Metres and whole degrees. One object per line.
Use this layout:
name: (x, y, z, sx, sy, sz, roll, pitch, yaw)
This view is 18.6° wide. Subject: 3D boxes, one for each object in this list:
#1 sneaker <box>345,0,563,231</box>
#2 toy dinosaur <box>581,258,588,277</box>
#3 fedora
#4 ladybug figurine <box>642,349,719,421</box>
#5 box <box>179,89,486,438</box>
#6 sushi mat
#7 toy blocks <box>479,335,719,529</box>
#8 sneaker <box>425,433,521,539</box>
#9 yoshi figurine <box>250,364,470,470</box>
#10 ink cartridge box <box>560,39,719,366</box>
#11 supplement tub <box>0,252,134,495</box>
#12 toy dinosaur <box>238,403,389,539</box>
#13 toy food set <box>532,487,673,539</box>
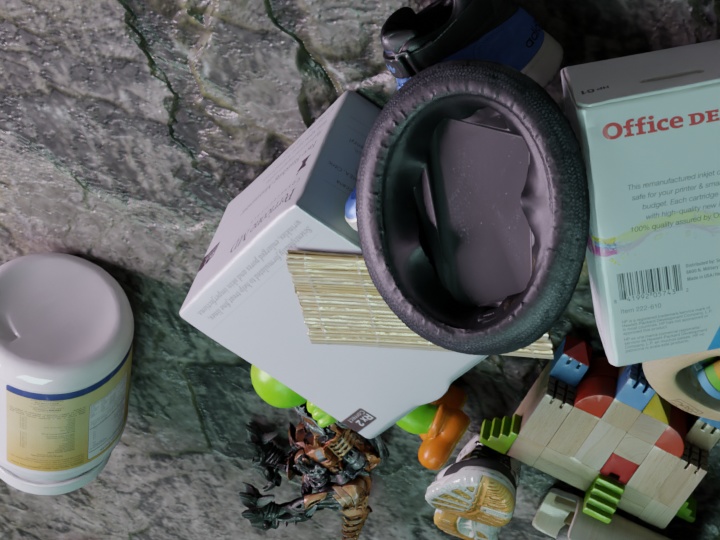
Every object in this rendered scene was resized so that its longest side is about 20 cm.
sneaker: (0.037, -0.124, 1.563, 0.200, 0.077, 0.111, -42, 111, 18)
toy dinosaur: (0.185, -0.016, 1.633, 0.200, 0.058, 0.101, -44, 89, 14)
fedora: (0.091, -0.046, 1.509, 0.200, 0.091, 0.202, 5, 99, 31)
ladybug figurine: (0.292, 0.060, 1.656, 0.135, 0.072, 0.200, 29, 155, -18)
box: (0.000, 0.000, 1.723, 0.199, 0.131, 0.199, 34, 140, -15)
sushi mat: (0.043, 0.026, 1.620, 0.199, 0.012, 0.096, 3, 137, 21)
toy blocks: (0.218, 0.122, 1.803, 0.199, 0.100, 0.137, 25, 126, -6)
sneaker: (0.101, 0.173, 1.879, 0.075, 0.088, 0.200, 21, 165, 3)
yoshi figurine: (-0.012, 0.101, 1.869, 0.199, 0.112, 0.112, 33, 147, -9)
ink cartridge box: (0.225, -0.050, 1.517, 0.144, 0.085, 0.201, -10, 117, 1)
supplement tub: (-0.277, 0.096, 1.955, 0.144, 0.145, 0.201, 18, 142, 5)
toy dinosaur: (-0.036, 0.190, 2.000, 0.135, 0.102, 0.201, -8, 113, 10)
toy food set: (0.229, 0.247, 1.900, 0.143, 0.061, 0.200, 25, 177, -3)
